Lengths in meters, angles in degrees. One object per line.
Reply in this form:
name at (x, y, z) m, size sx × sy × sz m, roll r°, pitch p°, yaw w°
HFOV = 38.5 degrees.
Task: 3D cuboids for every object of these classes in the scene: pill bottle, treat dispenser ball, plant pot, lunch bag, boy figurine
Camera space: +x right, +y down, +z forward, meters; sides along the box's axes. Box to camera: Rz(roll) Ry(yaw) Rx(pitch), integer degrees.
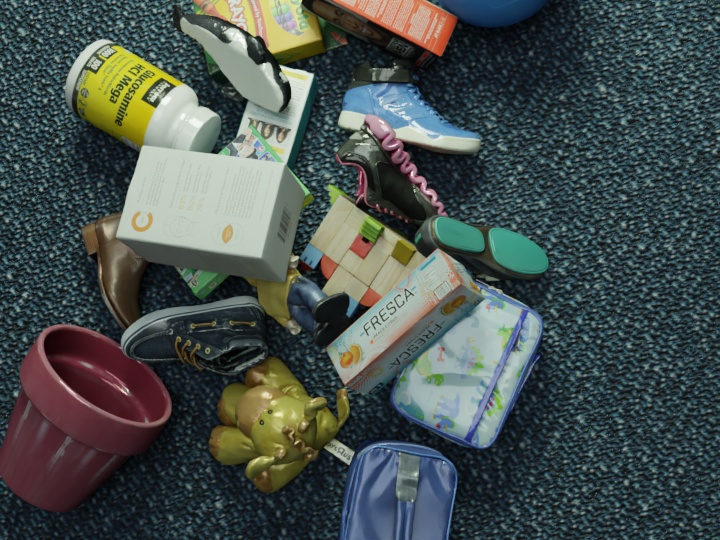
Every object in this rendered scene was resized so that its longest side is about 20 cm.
pill bottle at (-0.295, -0.223, 1.415) m, size 0.198 × 0.112 × 0.113 m, roll 30°, pitch 86°, yaw 10°
treat dispenser ball at (0.174, -0.421, 1.343) m, size 0.197 × 0.201 × 0.204 m, roll -1°, pitch 82°, yaw 6°
plant pot at (-0.371, 0.202, 1.336) m, size 0.199 × 0.200 × 0.180 m, roll 37°, pitch 103°, yaw 10°
lunch bag at (0.041, 0.315, 1.284) m, size 0.134 × 0.132 × 0.203 m, roll 9°, pitch 83°, yaw 0°
boy figurine at (-0.097, 0.025, 1.351) m, size 0.064 × 0.126 × 0.199 m, roll -25°, pitch 40°, yaw -29°
lunch bag at (0.141, 0.119, 1.335) m, size 0.159 × 0.082 × 0.202 m, roll 27°, pitch 87°, yaw 7°

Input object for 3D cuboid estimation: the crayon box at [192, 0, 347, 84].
crayon box at (-0.128, -0.355, 1.446) m, size 0.197 × 0.051 × 0.129 m, roll -16°, pitch 80°, yaw 4°

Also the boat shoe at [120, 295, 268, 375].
boat shoe at (-0.219, 0.098, 1.360) m, size 0.197 × 0.071 × 0.092 m, roll -15°, pitch 45°, yaw -2°

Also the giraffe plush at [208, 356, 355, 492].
giraffe plush at (-0.104, 0.202, 1.308) m, size 0.197 × 0.162 × 0.175 m, roll 15°, pitch 84°, yaw 9°

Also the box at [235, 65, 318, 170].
box at (-0.125, -0.179, 1.421) m, size 0.081 × 0.049 × 0.203 m, roll 16°, pitch 84°, yaw 10°

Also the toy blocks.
toy blocks at (0.000, 0.000, 1.369) m, size 0.199 × 0.100 × 0.138 m, roll 36°, pitch 99°, yaw 8°

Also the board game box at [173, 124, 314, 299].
board game box at (-0.176, -0.078, 1.361) m, size 0.199 × 0.029 × 0.135 m, roll -41°, pitch 70°, yaw -1°

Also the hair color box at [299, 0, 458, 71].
hair color box at (0.022, -0.345, 1.377) m, size 0.198 × 0.101 × 0.062 m, roll 26°, pitch 85°, yaw -6°

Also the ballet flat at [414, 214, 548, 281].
ballet flat at (0.153, -0.024, 1.345) m, size 0.198 × 0.073 × 0.074 m, roll 14°, pitch 82°, yaw -30°

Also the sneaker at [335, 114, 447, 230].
sneaker at (0.039, -0.102, 1.352) m, size 0.095 × 0.079 × 0.201 m, roll -39°, pitch 106°, yaw -7°

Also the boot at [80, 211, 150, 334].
boot at (-0.264, -0.023, 1.415) m, size 0.198 × 0.064 × 0.189 m, roll -24°, pitch 82°, yaw -2°

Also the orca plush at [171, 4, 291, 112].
orca plush at (-0.163, -0.294, 1.399) m, size 0.198 × 0.106 × 0.071 m, roll 29°, pitch 43°, yaw 17°

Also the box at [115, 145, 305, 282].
box at (-0.185, -0.070, 1.289) m, size 0.197 × 0.098 × 0.126 m, roll 9°, pitch 74°, yaw 17°

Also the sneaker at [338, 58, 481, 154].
sneaker at (0.074, -0.226, 1.390) m, size 0.197 × 0.077 × 0.113 m, roll 15°, pitch 93°, yaw 15°

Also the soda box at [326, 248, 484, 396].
soda box at (0.055, 0.067, 1.285) m, size 0.200 × 0.068 × 0.064 m, roll -41°, pitch 53°, yaw 16°
